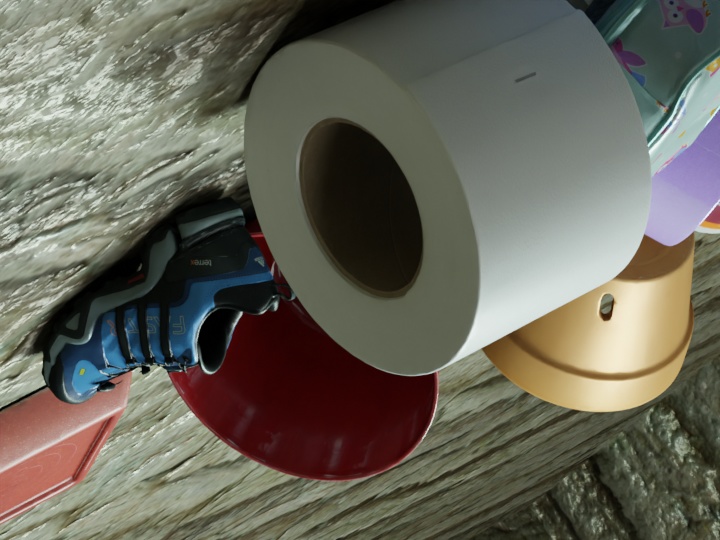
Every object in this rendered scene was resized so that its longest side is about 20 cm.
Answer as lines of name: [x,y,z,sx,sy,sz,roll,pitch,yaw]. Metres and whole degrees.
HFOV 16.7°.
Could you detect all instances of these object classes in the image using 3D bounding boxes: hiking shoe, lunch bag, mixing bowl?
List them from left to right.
hiking shoe: [-0.132,0.040,1.576,0.200,0.087,0.074,-42,165,35]
mixing bowl: [-0.027,0.031,1.656,0.200,0.200,0.108,-44,-169,38]
lunch bag: [0.177,-0.118,1.461,0.160,0.077,0.200,-39,171,-36]

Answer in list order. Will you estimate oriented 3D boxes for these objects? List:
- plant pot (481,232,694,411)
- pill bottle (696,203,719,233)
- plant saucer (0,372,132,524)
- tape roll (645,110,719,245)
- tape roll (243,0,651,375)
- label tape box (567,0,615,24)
plant pot: [0.205,0.003,2.134,0.200,0.200,0.140,-26,149,-32]
pill bottle: [0.334,-0.122,2.117,0.114,0.114,0.200,-28,166,-27]
plant saucer: [-0.260,0.147,1.786,0.200,0.037,0.200,-28,167,-29]
tape roll: [0.243,-0.120,1.769,0.200,0.066,0.200,-59,-173,12]
tape roll: [0.048,-0.058,1.399,0.139,0.203,0.203,-25,165,-35]
label tape box: [0.190,-0.226,1.443,0.144,0.063,0.200,-27,166,-31]
